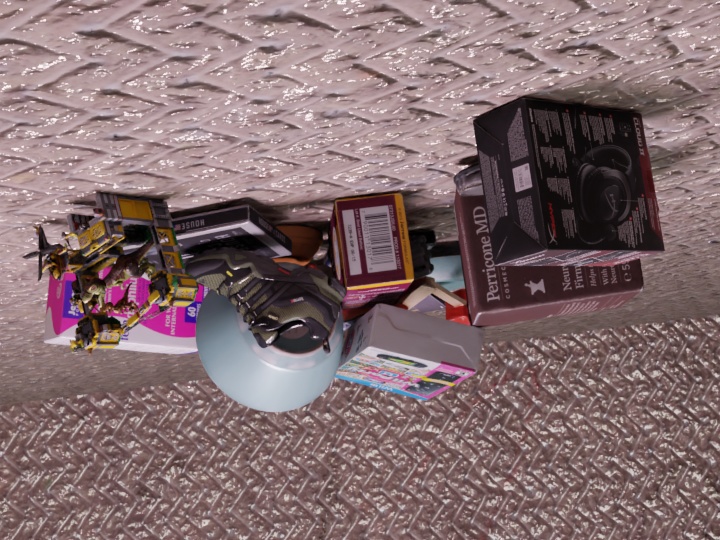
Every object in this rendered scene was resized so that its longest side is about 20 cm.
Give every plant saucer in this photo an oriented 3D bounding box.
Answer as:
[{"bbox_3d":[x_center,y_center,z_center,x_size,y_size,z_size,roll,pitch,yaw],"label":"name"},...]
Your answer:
[{"bbox_3d":[0.100,0.014,1.915,0.199,0.036,0.200,-8,171,-1],"label":"plant saucer"},{"bbox_3d":[-0.147,-0.020,1.629,0.199,0.038,0.200,-7,171,-1],"label":"plant saucer"}]

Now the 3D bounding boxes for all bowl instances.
[{"bbox_3d":[-0.100,0.069,1.535,0.200,0.202,0.105,-4,160,-25],"label":"bowl"}]

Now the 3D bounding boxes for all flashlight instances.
[{"bbox_3d":[0.000,0.000,1.678,0.199,0.068,0.068,-19,-172,13],"label":"flashlight"}]

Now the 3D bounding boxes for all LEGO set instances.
[{"bbox_3d":[-0.285,0.003,1.315,0.199,0.155,0.116,-19,166,36],"label":"LEGO set"}]

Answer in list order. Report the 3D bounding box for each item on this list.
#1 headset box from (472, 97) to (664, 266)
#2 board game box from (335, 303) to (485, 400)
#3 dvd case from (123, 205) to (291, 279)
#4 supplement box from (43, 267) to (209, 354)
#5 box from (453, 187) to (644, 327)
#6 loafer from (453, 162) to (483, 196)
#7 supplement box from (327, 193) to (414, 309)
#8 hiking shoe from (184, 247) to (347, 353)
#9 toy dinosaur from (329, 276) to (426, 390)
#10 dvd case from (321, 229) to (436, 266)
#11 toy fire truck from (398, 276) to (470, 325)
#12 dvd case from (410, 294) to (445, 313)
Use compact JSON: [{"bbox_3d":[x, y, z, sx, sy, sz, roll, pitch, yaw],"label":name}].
[{"bbox_3d":[0.216,-0.083,1.203,0.199,0.150,0.077,-1,169,-41],"label":"headset box"},{"bbox_3d":[0.057,0.109,1.585,0.147,0.065,0.200,15,162,-11],"label":"board game box"},{"bbox_3d":[-0.201,-0.031,1.465,0.199,0.025,0.150,-9,164,15],"label":"dvd case"},{"bbox_3d":[-0.314,0.054,1.624,0.199,0.102,0.103,6,171,-25],"label":"supplement box"},{"bbox_3d":[0.225,-0.030,1.478,0.199,0.167,0.164,-9,172,1],"label":"box"},{"bbox_3d":[0.204,-0.095,1.355,0.199,0.073,0.073,-6,172,-7],"label":"loafer"},{"bbox_3d":[0.009,-0.020,1.532,0.085,0.111,0.200,-6,171,-5],"label":"supplement box"},{"bbox_3d":[-0.121,0.037,1.422,0.199,0.101,0.076,12,165,8],"label":"hiking shoe"},{"bbox_3d":[-0.022,0.061,1.714,0.181,0.201,0.105,10,-153,-13],"label":"toy dinosaur"},{"bbox_3d":[0.022,-0.022,1.798,0.149,0.025,0.200,-7,171,-9],"label":"dvd case"},{"bbox_3d":[0.069,0.037,1.778,0.140,0.049,0.200,-13,148,24],"label":"toy fire truck"},{"bbox_3d":[0.015,0.040,1.873,0.199,0.016,0.149,-12,148,36],"label":"dvd case"}]
